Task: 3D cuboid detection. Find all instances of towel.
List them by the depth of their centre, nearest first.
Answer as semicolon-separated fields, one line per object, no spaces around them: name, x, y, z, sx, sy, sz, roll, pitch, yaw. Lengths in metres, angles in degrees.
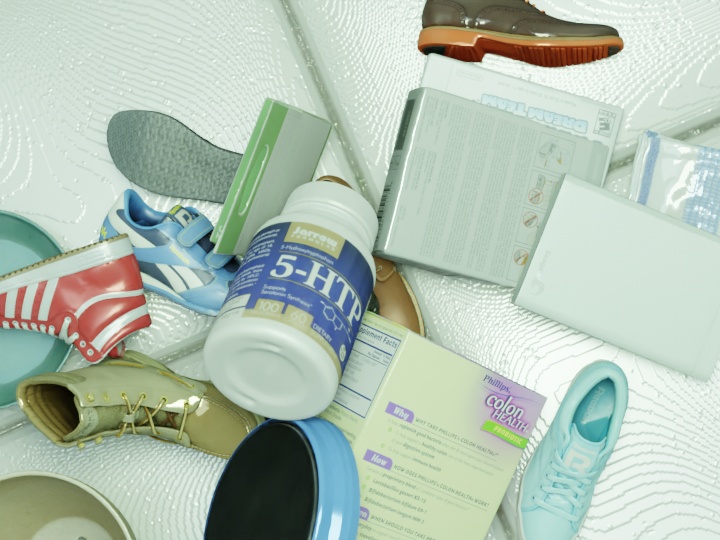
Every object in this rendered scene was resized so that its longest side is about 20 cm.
towel;0.349;-0.044;1.440;0.199;0.024;0.148;14;87;6

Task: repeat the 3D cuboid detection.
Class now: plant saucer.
plant saucer;-0.371;0.040;1.490;0.199;0.036;0.201;-1;84;6

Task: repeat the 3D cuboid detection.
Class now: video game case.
video game case;0.137;-0.097;1.457;0.199;0.024;0.183;16;86;1

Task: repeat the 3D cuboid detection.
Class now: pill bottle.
pill bottle;-0.052;0.020;1.318;0.119;0.120;0.200;14;48;6

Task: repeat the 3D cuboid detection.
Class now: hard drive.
hard drive;0.258;0.007;1.407;0.199;0.026;0.132;22;91;-5

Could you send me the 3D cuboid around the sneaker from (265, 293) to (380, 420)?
sneaker;-0.069;0.074;1.426;0.200;0.078;0.090;-41;71;17

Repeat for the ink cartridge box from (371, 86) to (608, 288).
ink cartridge box;0.122;-0.069;1.428;0.199;0.057;0.163;15;86;-21

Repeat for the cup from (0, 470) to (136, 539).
cup;-0.287;0.286;1.405;0.199;0.143;0.201;-1;85;6

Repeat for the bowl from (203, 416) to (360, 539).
bowl;-0.074;0.222;1.298;0.039;0.200;0.201;20;86;-31

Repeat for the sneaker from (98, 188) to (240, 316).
sneaker;-0.163;-0.014;1.446;0.199;0.074;0.083;21;107;7

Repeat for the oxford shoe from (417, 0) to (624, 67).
oxford shoe;0.157;-0.241;1.454;0.199;0.071;0.073;5;80;6

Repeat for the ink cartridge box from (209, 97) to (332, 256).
ink cartridge box;-0.093;-0.084;1.366;0.048;0.200;0.146;23;94;15

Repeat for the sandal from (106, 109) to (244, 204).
sandal;-0.158;-0.100;1.487;0.199;0.043;0.076;21;94;-3

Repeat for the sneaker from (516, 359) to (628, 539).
sneaker;0.196;0.176;1.403;0.074;0.082;0.201;18;86;7

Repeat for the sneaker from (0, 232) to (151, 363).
sneaker;-0.294;0.047;1.430;0.199;0.071;0.113;-18;95;15

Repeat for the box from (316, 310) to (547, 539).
box;0.044;0.165;1.368;0.176;0.097;0.201;26;88;-31

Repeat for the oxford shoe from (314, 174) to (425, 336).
oxford shoe;0.000;0.000;1.444;0.071;0.071;0.201;-29;85;0

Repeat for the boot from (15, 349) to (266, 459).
boot;-0.201;0.134;1.380;0.199;0.155;0.073;23;105;26
